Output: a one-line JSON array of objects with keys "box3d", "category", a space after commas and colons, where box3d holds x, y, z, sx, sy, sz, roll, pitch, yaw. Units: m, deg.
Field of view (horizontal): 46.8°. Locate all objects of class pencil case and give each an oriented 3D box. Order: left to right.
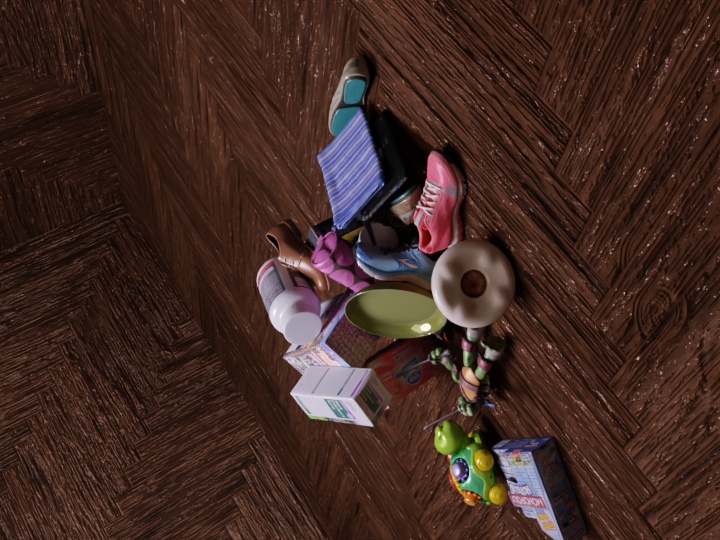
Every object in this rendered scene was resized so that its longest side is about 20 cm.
[{"box3d": [0.000, 0.000, 1.626, 0.199, 0.091, 0.094, 35, -179, -25], "category": "pencil case"}]

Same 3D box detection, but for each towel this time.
[{"box3d": [-0.021, -0.191, 1.562, 0.145, 0.024, 0.202, -44, 45, 32], "category": "towel"}]

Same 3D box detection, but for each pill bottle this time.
[{"box3d": [-0.145, 0.064, 1.743, 0.201, 0.109, 0.112, -120, 17, -53], "category": "pill bottle"}, {"box3d": [0.029, -0.004, 1.759, 0.109, 0.108, 0.201, 50, 153, 28], "category": "pill bottle"}]

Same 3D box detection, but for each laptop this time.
[{"box3d": [0.040, -0.162, 1.577, 0.200, 0.102, 0.179, -44, 46, 33], "category": "laptop"}]

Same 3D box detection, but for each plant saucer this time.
[{"box3d": [0.068, 0.073, 1.593, 0.201, 0.197, 0.031, 110, 168, -60], "category": "plant saucer"}]

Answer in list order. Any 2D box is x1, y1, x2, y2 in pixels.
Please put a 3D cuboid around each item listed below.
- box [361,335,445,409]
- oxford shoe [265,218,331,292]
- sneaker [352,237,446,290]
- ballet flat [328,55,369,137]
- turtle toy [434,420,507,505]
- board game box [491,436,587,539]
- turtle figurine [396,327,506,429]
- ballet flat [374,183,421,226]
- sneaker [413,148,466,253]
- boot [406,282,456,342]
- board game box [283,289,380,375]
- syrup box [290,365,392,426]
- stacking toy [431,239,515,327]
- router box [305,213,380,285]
[{"box3d": [0.074, 0.213, 1.754, 0.094, 0.199, 0.104, -27, 89, 48], "category": "box"}, {"box3d": [-0.129, -0.019, 1.733, 0.200, 0.071, 0.072, 48, 151, 30], "category": "oxford shoe"}, {"box3d": [0.080, -0.030, 1.557, 0.079, 0.197, 0.091, -106, 31, -55], "category": "sneaker"}, {"box3d": [-0.022, -0.336, 1.597, 0.070, 0.069, 0.200, 57, 154, 15], "category": "ballet flat"}, {"box3d": [0.223, 0.396, 1.715, 0.146, 0.100, 0.202, -94, -19, -82], "category": "turtle toy"}, {"box3d": [0.342, 0.426, 1.599, 0.202, 0.061, 0.200, 63, 157, 3], "category": "board game box"}, {"box3d": [0.182, 0.194, 1.560, 0.145, 0.197, 0.196, -82, 7, -60], "category": "turtle figurine"}, {"box3d": [0.081, -0.119, 1.594, 0.066, 0.070, 0.200, 56, 166, -8], "category": "ballet flat"}, {"box3d": [0.132, -0.112, 1.453, 0.074, 0.086, 0.202, 37, 145, 44], "category": "sneaker"}, {"box3d": [0.129, 0.102, 1.710, 0.145, 0.072, 0.200, 56, 153, 13], "category": "boot"}, {"box3d": [-0.049, 0.139, 1.759, 0.097, 0.160, 0.199, 42, 150, -14], "category": "board game box"}, {"box3d": [-0.040, 0.248, 1.662, 0.198, 0.082, 0.079, -3, 131, 48], "category": "syrup box"}, {"box3d": [0.182, 0.022, 1.480, 0.148, 0.145, 0.200, 64, 175, -3], "category": "stacking toy"}, {"box3d": [-0.046, -0.057, 1.803, 0.053, 0.156, 0.201, 56, 157, 17], "category": "router box"}]
